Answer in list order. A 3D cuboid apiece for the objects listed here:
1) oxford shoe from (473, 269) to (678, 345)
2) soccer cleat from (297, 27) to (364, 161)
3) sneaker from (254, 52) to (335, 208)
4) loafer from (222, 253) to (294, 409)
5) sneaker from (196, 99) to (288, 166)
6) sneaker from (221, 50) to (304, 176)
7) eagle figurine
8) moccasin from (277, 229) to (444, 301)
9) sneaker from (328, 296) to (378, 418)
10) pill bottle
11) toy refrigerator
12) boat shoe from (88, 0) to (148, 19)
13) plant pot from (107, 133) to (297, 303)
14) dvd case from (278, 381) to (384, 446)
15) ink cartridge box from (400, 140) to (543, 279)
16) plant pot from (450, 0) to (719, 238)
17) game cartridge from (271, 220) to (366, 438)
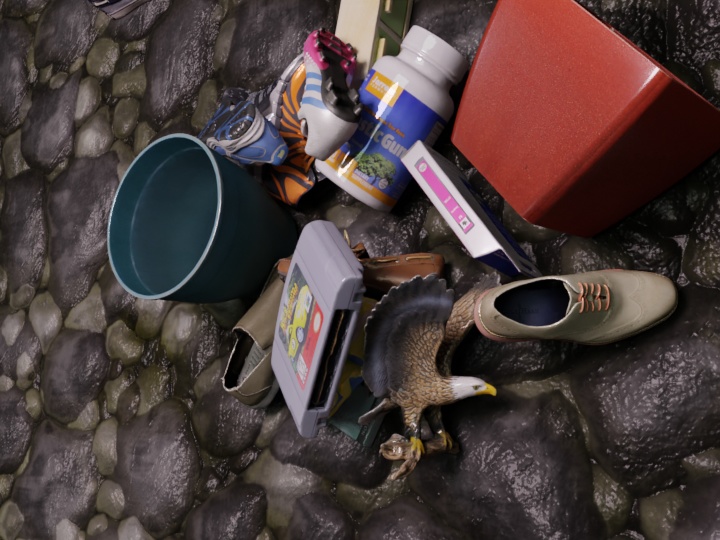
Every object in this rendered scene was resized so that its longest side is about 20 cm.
[{"bbox_3d":[0.210,0.035,0.762,0.197,0.074,0.072,-9,80,-1],"label":"oxford shoe"},{"bbox_3d":[-0.046,-0.206,0.933,0.087,0.069,0.202,-51,29,32],"label":"soccer cleat"},{"bbox_3d":[-0.062,-0.171,1.039,0.112,0.077,0.202,41,128,28],"label":"sneaker"},{"bbox_3d":[-0.113,0.074,0.997,0.075,0.069,0.203,18,88,37],"label":"loafer"},{"bbox_3d":[-0.153,-0.166,1.022,0.076,0.077,0.200,-54,27,-2],"label":"sneaker"},{"bbox_3d":[-0.126,-0.239,1.109,0.114,0.075,0.201,44,106,32],"label":"sneaker"},{"bbox_3d":[0.074,0.099,0.846,0.148,0.152,0.204,0,94,-5],"label":"eagle figurine"},{"bbox_3d":[-0.001,-0.001,0.941,0.198,0.074,0.079,1,72,20],"label":"moccasin"},{"bbox_3d":[-0.002,0.106,0.915,0.201,0.104,0.076,-60,43,45],"label":"sneaker"},{"bbox_3d":[0.041,-0.180,0.956,0.112,0.112,0.201,39,102,35],"label":"pill bottle"},{"bbox_3d":[0.021,-0.322,1.030,0.069,0.076,0.203,4,79,35],"label":"toy refrigerator"},{"bbox_3d":[-0.390,-0.500,1.353,0.198,0.092,0.076,-25,65,28],"label":"boat shoe"},{"bbox_3d":[-0.185,-0.046,1.031,0.198,0.187,0.203,-10,72,34],"label":"plant pot"},{"bbox_3d":[-0.033,0.102,0.989,0.199,0.022,0.148,28,94,36],"label":"dvd case"},{"bbox_3d":[0.125,-0.053,0.873,0.037,0.094,0.201,-45,57,16],"label":"ink cartridge box"},{"bbox_3d":[0.210,-0.146,0.790,0.177,0.198,0.201,-54,54,24],"label":"plant pot"},{"bbox_3d":[-0.051,0.058,0.858,0.134,0.040,0.202,-120,40,-55],"label":"game cartridge"}]
